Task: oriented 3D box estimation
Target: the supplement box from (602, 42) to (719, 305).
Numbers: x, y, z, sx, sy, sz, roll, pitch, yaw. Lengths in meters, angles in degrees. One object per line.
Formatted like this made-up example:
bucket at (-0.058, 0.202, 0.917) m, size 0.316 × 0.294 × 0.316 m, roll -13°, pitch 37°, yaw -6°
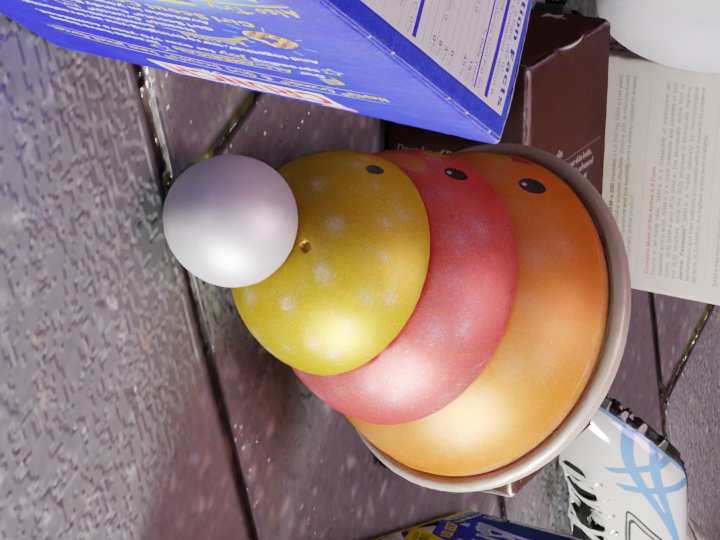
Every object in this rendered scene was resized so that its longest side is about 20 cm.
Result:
supplement box at (0.219, -0.045, 1.369) m, size 0.073 × 0.199 × 0.127 m, roll -24°, pitch 122°, yaw -58°

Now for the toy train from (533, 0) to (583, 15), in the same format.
toy train at (0.106, -0.170, 1.274) m, size 0.046 × 0.034 × 0.201 m, roll 18°, pitch 83°, yaw -69°

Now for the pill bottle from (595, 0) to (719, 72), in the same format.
pill bottle at (0.183, -0.209, 1.322) m, size 0.109 × 0.109 × 0.201 m, roll 52°, pitch 45°, yaw -59°

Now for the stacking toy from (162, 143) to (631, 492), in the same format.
stacking toy at (0.000, 0.000, 1.019) m, size 0.200 × 0.146 × 0.147 m, roll 21°, pitch 79°, yaw -51°

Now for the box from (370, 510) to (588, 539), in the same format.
box at (0.037, 0.158, 1.198) m, size 0.200 × 0.070 × 0.065 m, roll -6°, pitch 107°, yaw -65°

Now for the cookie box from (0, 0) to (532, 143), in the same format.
cookie box at (-0.057, -0.110, 0.765) m, size 0.200 × 0.170 × 0.076 m, roll 30°, pitch 75°, yaw -66°

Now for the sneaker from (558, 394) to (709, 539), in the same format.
sneaker at (0.139, 0.126, 1.427) m, size 0.072 × 0.072 × 0.200 m, roll -44°, pitch 138°, yaw -12°

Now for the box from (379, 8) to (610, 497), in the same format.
box at (0.060, -0.011, 1.186) m, size 0.100 × 0.075 × 0.201 m, roll -32°, pitch 129°, yaw -59°
